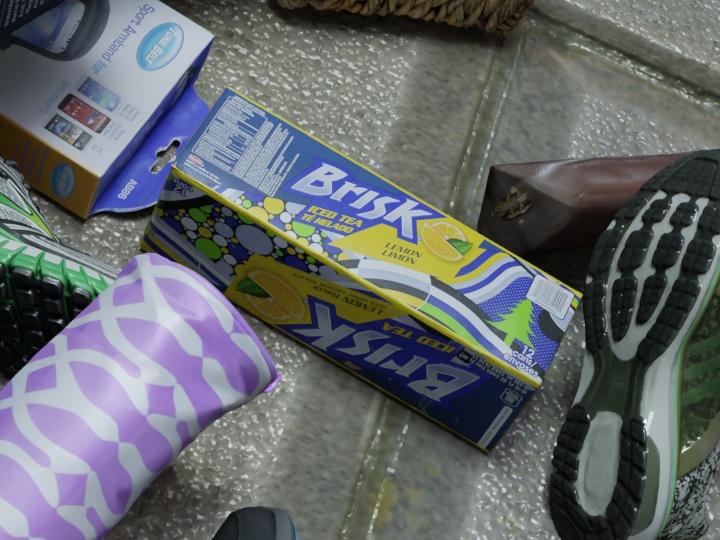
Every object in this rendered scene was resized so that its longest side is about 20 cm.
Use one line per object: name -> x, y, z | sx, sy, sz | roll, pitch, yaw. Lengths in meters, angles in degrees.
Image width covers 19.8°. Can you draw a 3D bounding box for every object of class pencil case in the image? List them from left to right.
pencil case -> -0.121, 0.085, 0.832 | 0.200, 0.084, 0.086 | -47, 115, -17

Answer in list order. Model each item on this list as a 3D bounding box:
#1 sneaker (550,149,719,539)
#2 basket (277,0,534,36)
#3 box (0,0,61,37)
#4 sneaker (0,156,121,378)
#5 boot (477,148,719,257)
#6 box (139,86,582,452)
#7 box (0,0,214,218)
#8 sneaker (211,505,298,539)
sneaker -> 0.153, 0.042, 0.984 | 0.088, 0.201, 0.077 | 12, 6, -40
basket -> 0.026, -0.248, 1.130 | 0.148, 0.143, 0.201 | 6, 54, -20
box -> -0.174, -0.181, 0.844 | 0.148, 0.105, 0.200 | 39, 50, 12
sneaker -> -0.161, -0.016, 0.927 | 0.199, 0.078, 0.085 | 29, 49, 0
boot -> 0.173, -0.041, 1.027 | 0.199, 0.186, 0.065 | 0, 79, -26
box -> 0.000, 0.000, 0.987 | 0.199, 0.070, 0.064 | 31, 52, 1
box -> -0.166, -0.111, 1.019 | 0.199, 0.042, 0.119 | 30, 50, 3
sneaker -> -0.090, 0.162, 0.831 | 0.082, 0.073, 0.200 | 30, 49, 3
